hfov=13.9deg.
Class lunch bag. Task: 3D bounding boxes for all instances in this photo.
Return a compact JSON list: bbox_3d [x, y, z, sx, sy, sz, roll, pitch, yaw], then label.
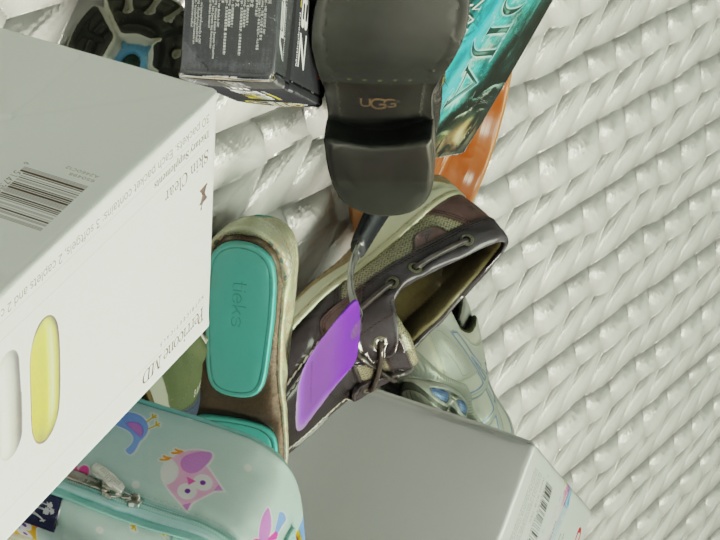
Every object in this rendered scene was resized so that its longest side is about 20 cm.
[{"bbox_3d":[-0.101,0.145,1.374,0.200,0.160,0.077,90,26,-47],"label":"lunch bag"}]

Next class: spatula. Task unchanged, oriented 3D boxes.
[{"bbox_3d":[0.000,0.000,1.617,0.057,0.021,0.200,92,12,-48],"label":"spatula"}]

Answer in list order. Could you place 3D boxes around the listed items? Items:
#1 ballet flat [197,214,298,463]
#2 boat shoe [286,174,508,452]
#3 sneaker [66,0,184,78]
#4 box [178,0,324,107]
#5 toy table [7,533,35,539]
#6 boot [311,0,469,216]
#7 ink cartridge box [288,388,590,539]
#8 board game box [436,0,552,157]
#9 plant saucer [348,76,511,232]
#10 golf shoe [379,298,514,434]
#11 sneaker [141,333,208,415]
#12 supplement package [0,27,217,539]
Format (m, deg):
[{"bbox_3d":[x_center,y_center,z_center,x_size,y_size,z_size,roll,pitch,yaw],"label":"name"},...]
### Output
[{"bbox_3d":[-0.061,0.066,1.568,0.062,0.067,0.200,-44,148,-71],"label":"ballet flat"},{"bbox_3d":[0.006,0.033,1.667,0.200,0.065,0.072,-48,149,-20],"label":"boat shoe"},{"bbox_3d":[-0.111,-0.021,1.340,0.090,0.078,0.200,57,53,-69],"label":"sneaker"},{"bbox_3d":[-0.042,-0.178,1.326,0.161,0.049,0.201,9,85,-82],"label":"box"},{"bbox_3d":[-0.186,0.177,1.243,0.184,0.117,0.200,88,26,-44],"label":"toy table"},{"bbox_3d":[0.016,-0.143,1.410,0.200,0.069,0.174,98,-1,-47],"label":"boot"},{"bbox_3d":[0.038,0.171,1.798,0.200,0.144,0.146,49,59,-67],"label":"ink cartridge box"},{"bbox_3d":[0.069,-0.148,1.612,0.200,0.028,0.135,-60,161,19],"label":"board game box"},{"bbox_3d":[0.040,-0.094,1.752,0.200,0.032,0.201,-52,152,-43],"label":"plant saucer"},{"bbox_3d":[0.063,0.065,1.891,0.200,0.078,0.097,46,57,-69],"label":"golf shoe"},{"bbox_3d":[-0.101,0.061,1.446,0.200,0.067,0.090,85,21,-56],"label":"sneaker"},{"bbox_3d":[-0.165,0.003,1.089,0.200,0.155,0.111,-49,150,-50],"label":"supplement package"}]
